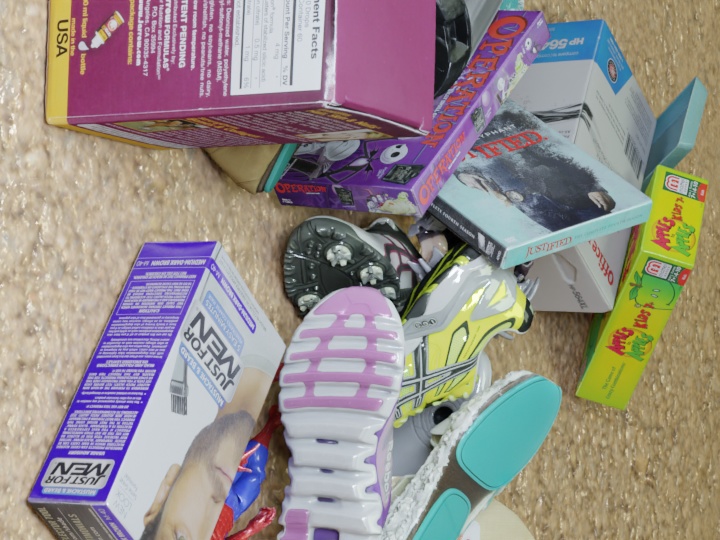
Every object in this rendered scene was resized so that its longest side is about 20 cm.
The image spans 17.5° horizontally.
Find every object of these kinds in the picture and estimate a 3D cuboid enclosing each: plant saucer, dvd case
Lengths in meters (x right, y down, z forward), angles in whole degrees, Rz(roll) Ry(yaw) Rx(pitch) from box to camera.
[{"bbox_3d":[0.255,-0.098,2.038,0.200,0.019,0.070,124,-16,-66],"label":"plant saucer"},{"bbox_3d":[0.088,-0.075,1.658,0.146,0.200,0.022,-17,131,-36],"label":"dvd case"}]

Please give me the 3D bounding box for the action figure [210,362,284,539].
[{"bbox_3d":[-0.085,0.144,1.520,0.200,0.052,0.066,-59,142,-42],"label":"action figure"}]

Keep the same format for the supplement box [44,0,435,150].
[{"bbox_3d":[-0.071,-0.133,1.397,0.131,0.199,0.104,12,79,-61],"label":"supplement box"}]

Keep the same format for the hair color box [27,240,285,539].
[{"bbox_3d":[-0.121,0.091,1.439,0.109,0.065,0.200,59,42,-43],"label":"hair color box"}]

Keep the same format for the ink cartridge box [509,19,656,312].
[{"bbox_3d":[0.172,-0.085,1.952,0.146,0.084,0.201,55,43,-47],"label":"ink cartridge box"}]

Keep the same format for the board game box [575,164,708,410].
[{"bbox_3d":[0.239,0.017,1.995,0.200,0.047,0.102,107,0,-49],"label":"board game box"}]

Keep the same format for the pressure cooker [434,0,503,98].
[{"bbox_3d":[0.023,-0.225,1.599,0.200,0.175,0.179,-60,142,-38],"label":"pressure cooker"}]

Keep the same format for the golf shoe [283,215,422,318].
[{"bbox_3d":[0.000,0.000,1.673,0.200,0.077,0.088,42,31,-53],"label":"golf shoe"}]

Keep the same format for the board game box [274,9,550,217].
[{"bbox_3d":[0.036,-0.113,1.618,0.200,0.120,0.032,-54,139,-37],"label":"board game box"}]

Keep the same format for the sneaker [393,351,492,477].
[{"bbox_3d":[0.055,0.151,1.726,0.112,0.073,0.201,23,90,-63],"label":"sneaker"}]

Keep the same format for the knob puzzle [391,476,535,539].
[{"bbox_3d":[0.050,0.237,1.645,0.030,0.219,0.221,134,-37,-74],"label":"knob puzzle"}]

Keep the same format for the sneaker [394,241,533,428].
[{"bbox_3d":[0.037,0.073,1.613,0.076,0.200,0.075,41,13,-7],"label":"sneaker"}]

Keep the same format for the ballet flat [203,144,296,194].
[{"bbox_3d":[-0.041,-0.136,1.492,0.200,0.063,0.069,-57,178,27],"label":"ballet flat"}]

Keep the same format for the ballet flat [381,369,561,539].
[{"bbox_3d":[0.058,0.142,1.616,0.200,0.072,0.072,-51,137,-16],"label":"ballet flat"}]

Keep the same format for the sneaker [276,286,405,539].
[{"bbox_3d":[-0.010,0.108,1.551,0.088,0.080,0.201,-19,115,-76],"label":"sneaker"}]

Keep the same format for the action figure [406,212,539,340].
[{"bbox_3d":[0.075,-0.030,1.714,0.130,0.069,0.200,53,17,-42],"label":"action figure"}]

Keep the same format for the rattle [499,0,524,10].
[{"bbox_3d":[0.081,-0.293,1.744,0.200,0.130,0.143,35,12,-15],"label":"rattle"}]
